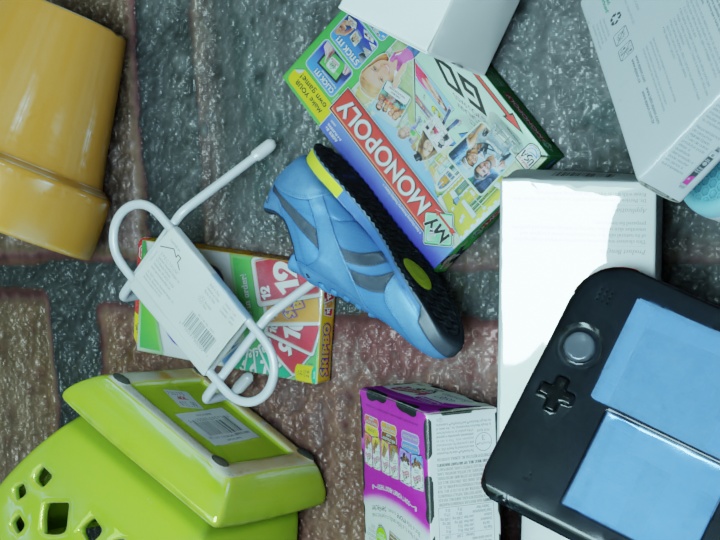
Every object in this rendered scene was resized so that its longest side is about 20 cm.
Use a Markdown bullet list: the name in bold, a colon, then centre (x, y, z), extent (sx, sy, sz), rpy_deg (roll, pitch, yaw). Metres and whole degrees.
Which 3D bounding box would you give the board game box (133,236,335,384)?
- **board game box**: centre (-0.111, 0.030, 1.379), extent (0.199, 0.030, 0.096), rpy_deg (9, 99, 32)

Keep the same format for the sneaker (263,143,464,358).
- **sneaker**: centre (0.000, 0.000, 1.247), extent (0.078, 0.066, 0.200), rpy_deg (-45, 67, 16)

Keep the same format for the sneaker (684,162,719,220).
- **sneaker**: centre (0.256, -0.091, 1.113), extent (0.079, 0.130, 0.201), rpy_deg (-42, 38, 33)

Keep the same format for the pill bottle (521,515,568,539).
- **pill bottle**: centre (0.160, 0.268, 1.188), extent (0.113, 0.114, 0.201), rpy_deg (4, 97, 30)

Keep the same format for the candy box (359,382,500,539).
- **candy box**: centre (0.052, 0.191, 1.238), extent (0.136, 0.061, 0.201), rpy_deg (-168, 76, -69)

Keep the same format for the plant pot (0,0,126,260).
- **plant pot**: centre (-0.284, -0.129, 1.382), extent (0.199, 0.200, 0.184), rpy_deg (21, 89, 28)

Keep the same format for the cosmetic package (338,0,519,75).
- **cosmetic package**: centre (0.079, -0.248, 1.172), extent (0.085, 0.107, 0.201), rpy_deg (30, 98, 24)

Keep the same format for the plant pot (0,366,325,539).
- **plant pot**: centre (-0.155, 0.191, 1.327), extent (0.199, 0.200, 0.182), rpy_deg (36, 104, 23)

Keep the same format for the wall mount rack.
- **wall mount rack**: centre (-0.100, 0.002, 1.317), extent (0.200, 0.074, 0.174), rpy_deg (49, 116, 18)

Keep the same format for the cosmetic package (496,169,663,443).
- **cosmetic package**: centre (0.154, 0.033, 1.173), extent (0.112, 0.081, 0.201), rpy_deg (3, 98, 13)

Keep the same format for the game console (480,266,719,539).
- **game console**: centre (0.199, 0.106, 1.068), extent (0.199, 0.031, 0.177), rpy_deg (25, 76, 20)

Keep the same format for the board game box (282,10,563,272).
- **board game box**: centre (0.043, -0.118, 1.268), extent (0.135, 0.029, 0.200), rpy_deg (-45, 73, 26)

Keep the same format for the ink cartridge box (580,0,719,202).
- **ink cartridge box**: centre (0.226, -0.174, 1.028), extent (0.200, 0.043, 0.197), rpy_deg (-48, 30, 31)
